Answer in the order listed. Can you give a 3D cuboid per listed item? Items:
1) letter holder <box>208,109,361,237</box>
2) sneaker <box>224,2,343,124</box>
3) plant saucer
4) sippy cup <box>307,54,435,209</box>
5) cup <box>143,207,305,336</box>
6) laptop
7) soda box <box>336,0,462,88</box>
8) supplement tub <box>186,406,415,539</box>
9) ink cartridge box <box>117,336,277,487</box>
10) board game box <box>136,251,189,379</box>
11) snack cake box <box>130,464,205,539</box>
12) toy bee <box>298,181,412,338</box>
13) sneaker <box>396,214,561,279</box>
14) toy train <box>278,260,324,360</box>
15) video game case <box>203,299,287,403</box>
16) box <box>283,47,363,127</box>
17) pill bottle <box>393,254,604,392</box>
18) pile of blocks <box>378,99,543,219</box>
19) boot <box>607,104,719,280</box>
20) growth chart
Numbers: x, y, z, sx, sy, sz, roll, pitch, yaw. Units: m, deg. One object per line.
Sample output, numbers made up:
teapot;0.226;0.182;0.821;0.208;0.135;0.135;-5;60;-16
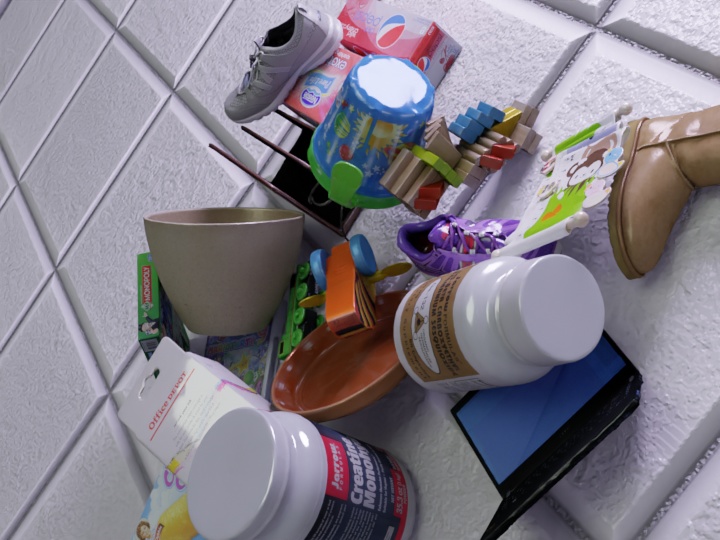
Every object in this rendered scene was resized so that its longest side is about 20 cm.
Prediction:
letter holder;-0.093;-0.147;1.187;0.101;0.142;0.200;-58;40;3
sneaker;-0.117;-0.274;1.184;0.200;0.082;0.075;-39;44;25
plant saucer;-0.005;0.095;0.984;0.199;0.032;0.201;-28;22;12
sippy cup;0.020;-0.160;1.006;0.131;0.138;0.179;113;149;-52
cup;-0.167;0.001;1.138;0.199;0.199;0.145;9;103;48
laptop;0.151;0.123;0.808;0.103;0.200;0.177;45;106;11
soda box;0.041;-0.305;1.200;0.070;0.063;0.200;-57;41;4
supplement tub;-0.054;0.221;0.890;0.140;0.199;0.142;-23;53;35
ink cartridge box;-0.168;0.173;1.016;0.199;0.067;0.117;33;91;30
board game box;-0.254;0.091;1.195;0.029;0.201;0.135;-10;51;-4
snack cake box;-0.177;0.256;1.075;0.114;0.067;0.202;21;86;31
toy bee;0.000;0.000;1.032;0.130;0.109;0.202;-3;57;30
sneaker;0.117;-0.022;0.944;0.199;0.083;0.081;-3;66;44
toy train;-0.074;0.082;1.117;0.056;0.041;0.202;-28;49;46
video game case;-0.163;0.142;1.189;0.142;0.018;0.202;-16;57;41
box;-0.020;-0.224;1.192;0.103;0.094;0.200;-57;40;5
pill bottle;0.122;0.048;0.829;0.200;0.114;0.115;-23;50;62
pile of blocks;0.117;-0.126;0.964;0.199;0.083;0.062;-35;37;-14
boot;0.319;-0.086;0.784;0.199;0.066;0.177;-9;60;42
growth chart;0.195;-0.083;0.856;0.144;0.018;0.201;-34;17;49
